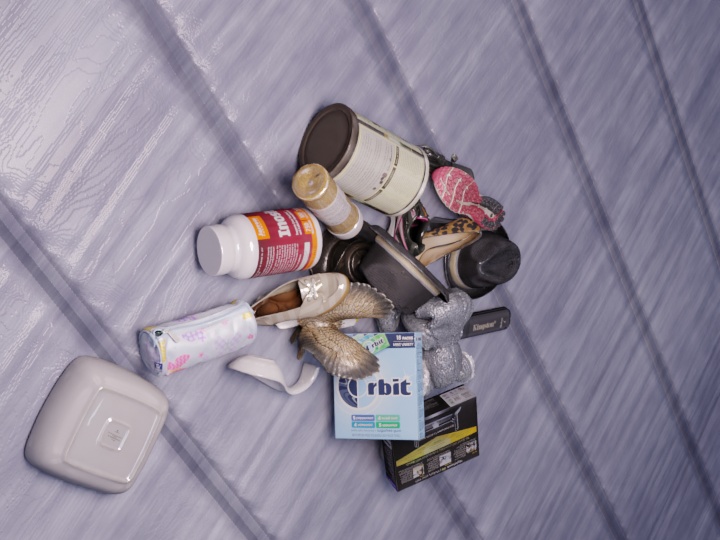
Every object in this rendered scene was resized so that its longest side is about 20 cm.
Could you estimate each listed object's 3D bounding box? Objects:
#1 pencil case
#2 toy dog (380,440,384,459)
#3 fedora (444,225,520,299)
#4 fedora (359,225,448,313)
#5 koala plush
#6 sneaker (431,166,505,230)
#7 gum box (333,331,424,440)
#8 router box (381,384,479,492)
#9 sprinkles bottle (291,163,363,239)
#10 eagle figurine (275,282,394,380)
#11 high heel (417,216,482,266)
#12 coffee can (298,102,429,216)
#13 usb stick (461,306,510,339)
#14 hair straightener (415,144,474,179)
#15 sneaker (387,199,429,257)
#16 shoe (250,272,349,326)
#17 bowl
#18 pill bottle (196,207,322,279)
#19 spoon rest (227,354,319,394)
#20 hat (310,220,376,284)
[{"bbox_3d":[-0.274,0.110,1.538,0.199,0.083,0.091,-16,130,-37],"label":"pencil case"},{"bbox_3d":[0.087,0.293,1.854,0.131,0.096,0.201,-25,112,-27],"label":"toy dog"},{"bbox_3d":[0.276,-0.023,1.958,0.200,0.091,0.202,-7,102,-38],"label":"fedora"},{"bbox_3d":[0.067,0.012,1.658,0.092,0.201,0.201,-47,126,0],"label":"fedora"},{"bbox_3d":[0.149,0.143,1.803,0.177,0.183,0.201,-10,93,-40],"label":"koala plush"},{"bbox_3d":[0.210,-0.145,1.881,0.200,0.075,0.081,36,83,-36],"label":"sneaker"},{"bbox_3d":[0.033,0.219,1.733,0.045,0.169,0.201,8,80,-69],"label":"gum box"},{"bbox_3d":[0.142,0.336,1.834,0.199,0.052,0.158,-19,122,-20],"label":"router box"},{"bbox_3d":[-0.055,-0.118,1.596,0.069,0.068,0.200,-66,157,-10],"label":"sprinkles bottle"},{"bbox_3d":[-0.048,0.096,1.646,0.151,0.200,0.152,-38,119,-27],"label":"eagle figurine"},{"bbox_3d":[0.146,-0.036,1.818,0.200,0.142,0.072,-48,124,-23],"label":"high heel"},{"bbox_3d":[0.008,-0.199,1.675,0.199,0.146,0.147,22,83,-39],"label":"coffee can"},{"bbox_3d":[0.256,0.117,2.007,0.199,0.033,0.056,-8,102,-39],"label":"usb stick"},{"bbox_3d":[0.161,-0.226,1.847,0.199,0.077,0.041,24,49,-34],"label":"hair straightener"},{"bbox_3d":[0.101,-0.114,1.788,0.080,0.086,0.201,5,78,-42],"label":"sneaker"},{"bbox_3d":[-0.113,0.053,1.596,0.053,0.199,0.070,23,49,-66],"label":"shoe"},{"bbox_3d":[-0.409,0.255,1.461,0.200,0.074,0.201,34,76,-36],"label":"bowl"},{"bbox_3d":[-0.174,-0.045,1.574,0.199,0.113,0.114,-10,104,-38],"label":"pill bottle"},{"bbox_3d":[-0.155,0.190,1.651,0.200,0.099,0.061,14,86,-50],"label":"spoon rest"},{"bbox_3d":[0.000,0.000,1.745,0.200,0.081,0.202,-8,103,-39],"label":"hat"}]
